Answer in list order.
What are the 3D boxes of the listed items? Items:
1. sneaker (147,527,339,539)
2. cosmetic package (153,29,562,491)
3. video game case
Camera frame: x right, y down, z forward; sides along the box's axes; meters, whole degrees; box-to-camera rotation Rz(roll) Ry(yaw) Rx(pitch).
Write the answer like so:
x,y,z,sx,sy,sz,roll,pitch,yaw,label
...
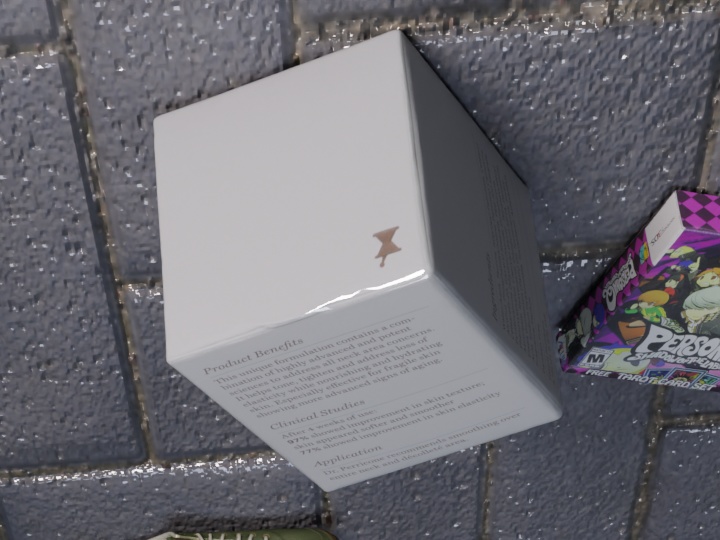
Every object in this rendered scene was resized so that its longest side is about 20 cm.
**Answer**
x,y,z,sx,sy,sz,roll,pitch,yaw,label
-0.115,0.234,1.835,0.199,0.068,0.090,-14,153,20,sneaker
0.000,0.000,1.388,0.166,0.168,0.200,-18,147,19,cosmetic package
0.256,0.022,1.583,0.198,0.036,0.182,8,144,-21,video game case
